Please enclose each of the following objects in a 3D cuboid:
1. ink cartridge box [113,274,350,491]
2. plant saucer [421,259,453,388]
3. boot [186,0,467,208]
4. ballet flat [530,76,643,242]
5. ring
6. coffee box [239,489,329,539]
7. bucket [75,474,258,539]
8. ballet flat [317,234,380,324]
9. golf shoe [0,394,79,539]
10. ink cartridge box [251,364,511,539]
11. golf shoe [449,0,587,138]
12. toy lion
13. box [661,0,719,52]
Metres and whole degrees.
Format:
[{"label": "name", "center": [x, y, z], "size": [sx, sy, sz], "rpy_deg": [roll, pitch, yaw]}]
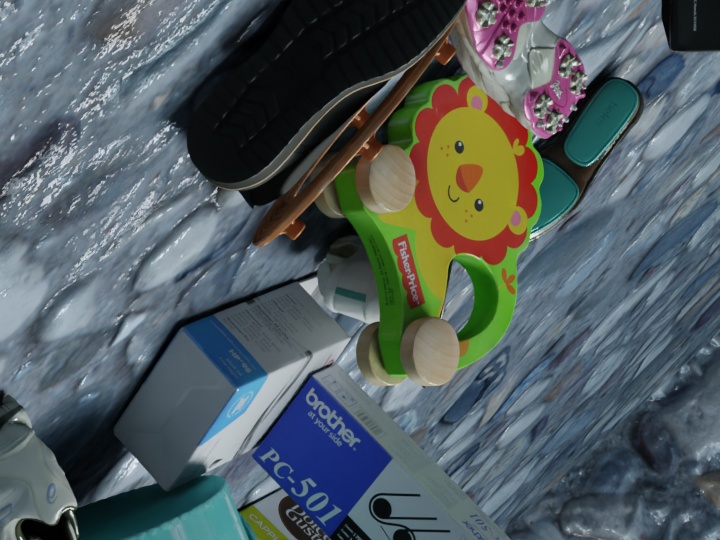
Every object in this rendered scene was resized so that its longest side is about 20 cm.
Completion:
[{"label": "ink cartridge box", "center": [-0.085, 0.082, 1.472], "size": [0.200, 0.067, 0.116], "rpy_deg": [-22, 152, -56]}, {"label": "plant saucer", "center": [0.052, -0.009, 1.518], "size": [0.200, 0.036, 0.202], "rpy_deg": [-170, -90, -90]}, {"label": "boot", "center": [-0.016, -0.120, 1.177], "size": [0.199, 0.078, 0.138], "rpy_deg": [-36, 171, 0]}, {"label": "ballet flat", "center": [0.187, -0.091, 1.756], "size": [0.200, 0.068, 0.068], "rpy_deg": [-44, 173, -5]}, {"label": "ring", "center": [0.001, -0.089, 1.223], "size": [0.201, 0.019, 0.201], "rpy_deg": [-49, -173, 9]}, {"label": "coffee box", "center": [-0.087, 0.366, 1.922], "size": [0.201, 0.200, 0.197], "rpy_deg": [-55, 163, 26]}, {"label": "bucket", "center": [-0.162, 0.243, 1.410], "size": [0.205, 0.136, 0.207], "rpy_deg": [-16, -174, 2]}, {"label": "ballet flat", "center": [0.000, 0.000, 1.481], "size": [0.070, 0.069, 0.200], "rpy_deg": [-48, -176, 8]}, {"label": "golf shoe", "center": [-0.231, 0.171, 1.268], "size": [0.078, 0.097, 0.200], "rpy_deg": [-39, 165, -27]}, {"label": "ink cartridge box", "center": [0.016, 0.177, 1.472], "size": [0.094, 0.200, 0.044], "rpy_deg": [-53, 164, 27]}, {"label": "golf shoe", "center": [0.086, -0.169, 1.299], "size": [0.075, 0.091, 0.200], "rpy_deg": [-49, 142, -15]}, {"label": "toy lion", "center": [0.065, -0.036, 1.385], "size": [0.191, 0.202, 0.068], "rpy_deg": [-21, -170, -40]}, {"label": "box", "center": [0.306, -0.220, 1.293], "size": [0.149, 0.198, 0.126], "rpy_deg": [-65, 155, -73]}]
